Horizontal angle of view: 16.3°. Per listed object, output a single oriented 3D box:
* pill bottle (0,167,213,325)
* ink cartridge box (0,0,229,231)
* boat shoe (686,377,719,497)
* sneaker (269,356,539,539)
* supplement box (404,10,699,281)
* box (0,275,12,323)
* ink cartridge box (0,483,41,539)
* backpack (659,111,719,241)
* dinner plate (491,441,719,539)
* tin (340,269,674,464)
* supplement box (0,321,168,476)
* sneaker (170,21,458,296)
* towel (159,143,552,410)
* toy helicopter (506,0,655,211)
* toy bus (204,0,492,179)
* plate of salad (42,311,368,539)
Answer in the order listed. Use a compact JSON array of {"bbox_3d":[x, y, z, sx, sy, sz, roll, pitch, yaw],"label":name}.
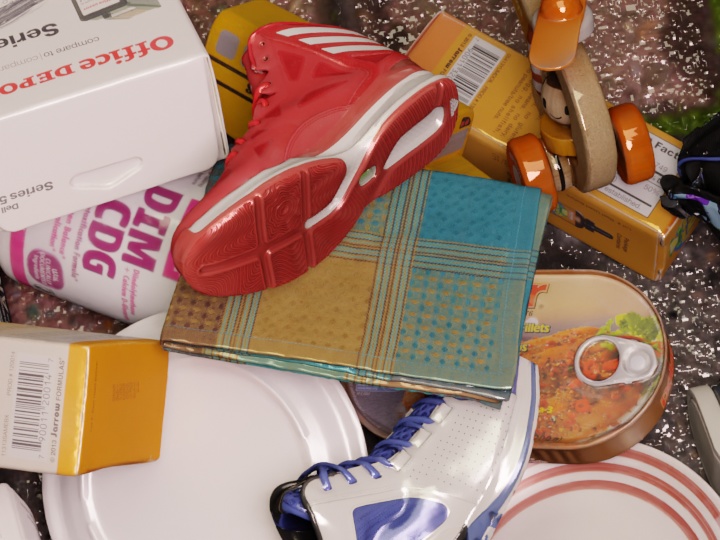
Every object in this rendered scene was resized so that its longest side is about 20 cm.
[{"bbox_3d":[-0.106,-0.016,1.501,0.199,0.113,0.114,20,71,14],"label":"pill bottle"},{"bbox_3d":[-0.178,-0.132,1.467,0.145,0.084,0.200,-19,46,-11],"label":"ink cartridge box"},{"bbox_3d":[0.244,0.145,1.418,0.061,0.075,0.201,-17,53,-3],"label":"boat shoe"},{"bbox_3d":[0.016,0.119,1.373,0.115,0.080,0.201,25,76,-15],"label":"sneaker"},{"bbox_3d":[0.114,-0.076,1.528,0.199,0.067,0.069,33,71,17],"label":"supplement box"},{"bbox_3d":[-0.308,0.054,1.513,0.199,0.044,0.161,-14,81,0],"label":"box"},{"bbox_3d":[-0.232,0.244,1.423,0.145,0.085,0.201,-19,65,-2],"label":"ink cartridge box"},{"bbox_3d":[0.287,-0.032,1.396,0.134,0.200,0.183,-43,99,-13],"label":"backpack"},{"bbox_3d":[0.126,0.192,1.422,0.199,0.024,0.201,-9,61,17],"label":"dinner plate"},{"bbox_3d":[0.086,0.056,1.471,0.199,0.042,0.113,1,70,22],"label":"tin"},{"bbox_3d":[-0.222,0.065,1.399,0.199,0.126,0.074,6,91,17],"label":"supplement box"},{"bbox_3d":[-0.050,-0.067,1.410,0.199,0.079,0.115,-32,50,-30],"label":"sneaker"},{"bbox_3d":[0.000,0.000,1.406,0.199,0.022,0.147,8,56,11],"label":"towel"},{"bbox_3d":[0.105,-0.140,1.449,0.078,0.132,0.201,-17,65,-3],"label":"toy helicopter"},{"bbox_3d":[-0.002,-0.084,1.501,0.199,0.065,0.079,29,116,22],"label":"toy bus"},{"bbox_3d":[-0.088,0.122,1.449,0.199,0.048,0.202,-1,88,16],"label":"plate of salad"}]
